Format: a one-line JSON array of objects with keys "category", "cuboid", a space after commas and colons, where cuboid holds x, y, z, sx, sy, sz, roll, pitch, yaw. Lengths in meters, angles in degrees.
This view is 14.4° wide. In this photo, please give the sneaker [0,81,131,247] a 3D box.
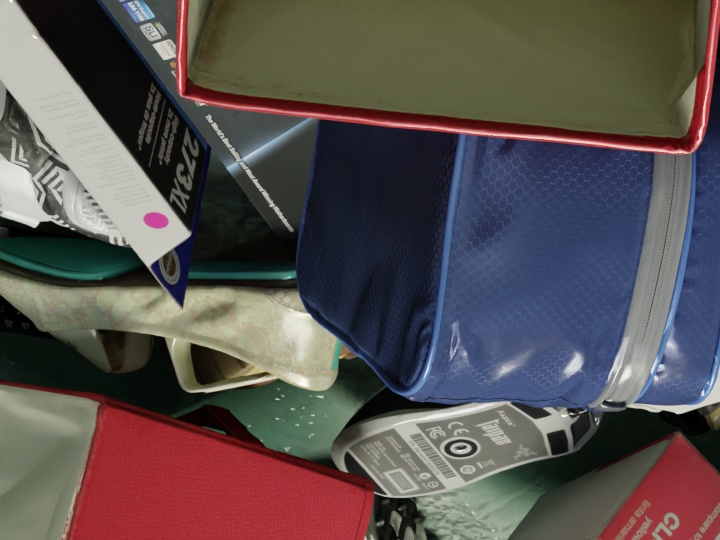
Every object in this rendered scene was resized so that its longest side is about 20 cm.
[{"category": "sneaker", "cuboid": [-0.168, -0.061, 1.248, 0.114, 0.076, 0.200, -6, 154, 40]}]

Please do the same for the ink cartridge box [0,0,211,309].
[{"category": "ink cartridge box", "cuboid": [-0.101, -0.081, 1.185, 0.037, 0.095, 0.200, -9, 139, 21]}]

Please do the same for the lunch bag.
[{"category": "lunch bag", "cuboid": [0.063, -0.027, 1.072, 0.131, 0.200, 0.137, 5, 103, -18]}]

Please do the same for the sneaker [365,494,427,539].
[{"category": "sneaker", "cuboid": [0.008, 0.178, 1.531, 0.090, 0.067, 0.201, -6, 137, 23]}]

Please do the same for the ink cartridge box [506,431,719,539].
[{"category": "ink cartridge box", "cuboid": [0.167, 0.191, 1.395, 0.200, 0.083, 0.145, 45, 149, -5]}]

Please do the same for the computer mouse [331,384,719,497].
[{"category": "computer mouse", "cuboid": [0.077, 0.059, 1.379, 0.199, 0.044, 0.110, -15, 142, 20]}]

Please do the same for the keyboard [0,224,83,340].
[{"category": "keyboard", "cuboid": [-0.222, 0.013, 1.380, 0.198, 0.040, 0.104, 10, 142, 0]}]

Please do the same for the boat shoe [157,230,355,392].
[{"category": "boat shoe", "cuboid": [0.000, 0.001, 1.304, 0.199, 0.073, 0.067, -25, 162, 29]}]

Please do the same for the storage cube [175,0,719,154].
[{"category": "storage cube", "cuboid": [0.038, -0.166, 0.946, 0.198, 0.180, 0.172, 7, 127, 4]}]

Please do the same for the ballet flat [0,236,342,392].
[{"category": "ballet flat", "cuboid": [-0.094, 0.023, 1.287, 0.199, 0.063, 0.067, 6, -168, 35]}]

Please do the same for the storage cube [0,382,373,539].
[{"category": "storage cube", "cuboid": [-0.131, 0.150, 1.346, 0.170, 0.201, 0.179, 9, 172, 45]}]

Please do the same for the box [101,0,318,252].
[{"category": "box", "cuboid": [-0.002, -0.101, 1.172, 0.159, 0.044, 0.200, -15, 137, 21]}]

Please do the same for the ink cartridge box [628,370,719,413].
[{"category": "ink cartridge box", "cuboid": [0.167, -0.012, 1.189, 0.199, 0.088, 0.145, -23, 157, 34]}]
